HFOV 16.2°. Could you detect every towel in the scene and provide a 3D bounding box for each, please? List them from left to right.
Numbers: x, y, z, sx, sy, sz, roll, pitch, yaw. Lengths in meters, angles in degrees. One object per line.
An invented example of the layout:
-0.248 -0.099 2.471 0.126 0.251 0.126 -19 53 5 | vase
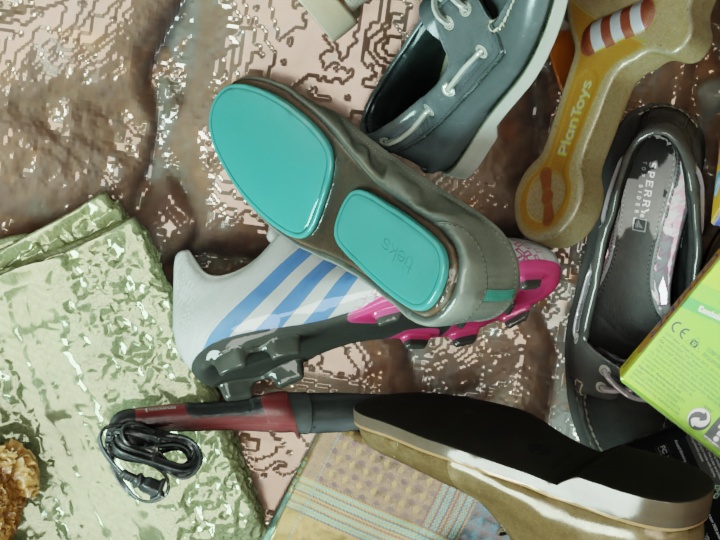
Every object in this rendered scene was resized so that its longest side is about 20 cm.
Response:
-0.145 0.074 1.311 0.148 0.036 0.200 -24 96 3 | towel
0.001 0.194 1.333 0.147 0.022 0.200 26 96 -3 | towel

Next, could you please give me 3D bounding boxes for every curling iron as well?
-0.037 0.083 1.292 0.200 0.026 0.050 -7 75 -20 | curling iron

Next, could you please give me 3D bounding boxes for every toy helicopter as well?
0.116 -0.109 1.244 0.079 0.132 0.200 21 88 -42 | toy helicopter

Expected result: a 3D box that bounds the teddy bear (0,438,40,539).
-0.207 0.181 1.285 0.145 0.067 0.200 25 117 9 | teddy bear

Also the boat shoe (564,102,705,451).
0.139 0.015 1.283 0.067 0.057 0.200 7 102 8 | boat shoe

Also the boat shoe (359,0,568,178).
0.052 -0.117 1.218 0.062 0.200 0.073 12 53 -11 | boat shoe

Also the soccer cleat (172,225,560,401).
0.000 0.000 1.285 0.200 0.070 0.086 -14 65 -9 | soccer cleat

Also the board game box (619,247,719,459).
0.223 0.003 1.213 0.096 0.030 0.200 38 102 -3 | board game box

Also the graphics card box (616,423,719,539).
0.226 0.117 1.268 0.200 0.051 0.126 -22 79 -11 | graphics card box

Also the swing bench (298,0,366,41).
0.025 -0.222 1.188 0.199 0.200 0.130 -39 95 5 | swing bench

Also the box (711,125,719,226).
0.240 -0.094 1.252 0.119 0.041 0.200 6 77 2 | box

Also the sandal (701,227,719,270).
0.265 -0.016 1.283 0.200 0.055 0.082 -17 96 9 | sandal

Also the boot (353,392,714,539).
0.076 0.113 1.236 0.200 0.074 0.076 19 116 34 | boot

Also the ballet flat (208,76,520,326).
0.002 -0.032 1.248 0.200 0.064 0.067 39 116 38 | ballet flat
